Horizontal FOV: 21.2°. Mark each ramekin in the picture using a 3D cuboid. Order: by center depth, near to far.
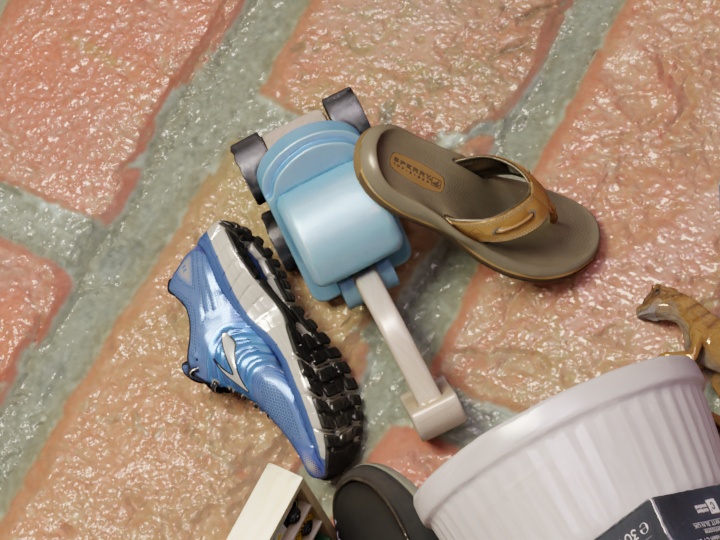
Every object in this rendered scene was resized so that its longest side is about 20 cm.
[{"bbox_3d":[0.142,0.142,1.208,0.201,0.202,0.095,-27,72,-1],"label":"ramekin"}]

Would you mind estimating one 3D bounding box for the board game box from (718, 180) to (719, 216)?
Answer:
[{"bbox_3d":[0.380,-0.089,1.337,0.195,0.056,0.201,25,73,21],"label":"board game box"}]

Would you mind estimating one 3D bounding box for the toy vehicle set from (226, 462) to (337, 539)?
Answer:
[{"bbox_3d":[-0.082,0.236,1.248,0.026,0.124,0.201,22,72,21],"label":"toy vehicle set"}]

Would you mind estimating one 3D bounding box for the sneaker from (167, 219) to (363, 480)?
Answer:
[{"bbox_3d":[-0.071,0.066,1.362,0.089,0.078,0.201,-39,69,19],"label":"sneaker"}]

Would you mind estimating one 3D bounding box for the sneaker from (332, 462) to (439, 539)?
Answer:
[{"bbox_3d":[0.009,0.214,1.238,0.075,0.106,0.201,-47,56,37],"label":"sneaker"}]

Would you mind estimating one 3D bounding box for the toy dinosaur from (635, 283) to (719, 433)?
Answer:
[{"bbox_3d":[0.265,0.069,1.287,0.199,0.060,0.106,28,73,22],"label":"toy dinosaur"}]

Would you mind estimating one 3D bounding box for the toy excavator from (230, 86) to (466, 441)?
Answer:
[{"bbox_3d":[0.000,0.000,1.345,0.099,0.195,0.200,-25,35,0],"label":"toy excavator"}]

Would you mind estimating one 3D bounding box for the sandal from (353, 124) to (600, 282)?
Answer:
[{"bbox_3d":[0.089,-0.051,1.328,0.199,0.054,0.081,24,52,-23],"label":"sandal"}]

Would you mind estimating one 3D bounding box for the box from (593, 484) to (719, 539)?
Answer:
[{"bbox_3d":[0.184,0.254,1.101,0.200,0.123,0.197,-46,60,40],"label":"box"}]
